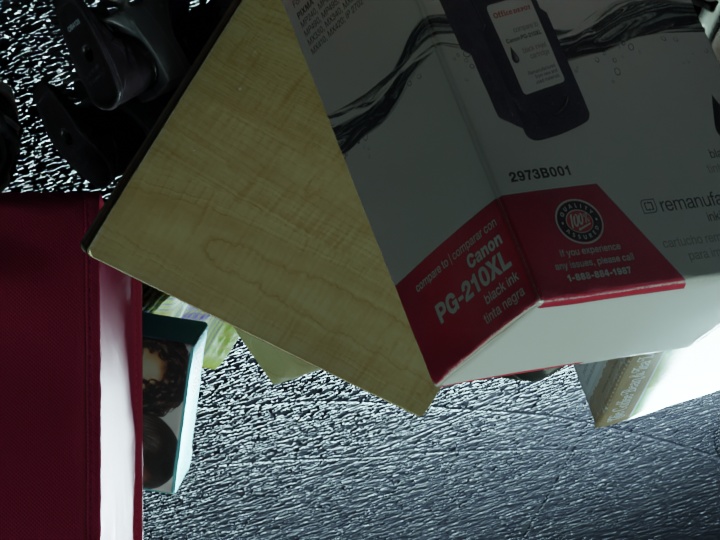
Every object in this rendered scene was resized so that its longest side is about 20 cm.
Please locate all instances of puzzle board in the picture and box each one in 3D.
[{"bbox_3d":[-0.008,-0.034,1.327,0.200,0.017,0.151,27,100,-34],"label":"puzzle board"}]

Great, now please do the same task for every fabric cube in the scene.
[{"bbox_3d":[-0.208,0.072,1.387,0.199,0.197,0.200,0,172,2],"label":"fabric cube"}]

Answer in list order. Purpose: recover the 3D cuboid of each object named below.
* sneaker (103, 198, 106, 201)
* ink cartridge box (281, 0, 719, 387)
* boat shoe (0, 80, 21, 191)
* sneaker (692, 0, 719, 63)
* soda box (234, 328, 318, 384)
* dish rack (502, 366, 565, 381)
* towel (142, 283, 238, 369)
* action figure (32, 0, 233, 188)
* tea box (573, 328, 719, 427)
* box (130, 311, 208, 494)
[{"bbox_3d":[-0.213,0.018,1.567,0.200,0.074,0.088,-33,145,23],"label":"sneaker"},{"bbox_3d":[0.070,-0.066,1.218,0.145,0.200,0.084,-7,158,-37],"label":"ink cartridge box"},{"bbox_3d":[-0.190,-0.057,1.355,0.073,0.063,0.200,-19,164,-3],"label":"boat shoe"},{"bbox_3d":[0.154,-0.128,1.395,0.200,0.077,0.082,-61,156,-9],"label":"sneaker"},{"bbox_3d":[0.000,0.000,1.490,0.064,0.068,0.200,-39,-172,-28],"label":"soda box"},{"bbox_3d":[0.134,-0.011,1.482,0.200,0.055,0.153,-32,-173,-10],"label":"dish rack"},{"bbox_3d":[-0.074,0.004,1.624,0.144,0.023,0.200,-47,167,10],"label":"towel"},{"bbox_3d":[-0.050,-0.111,1.341,0.200,0.069,0.130,-25,164,-38],"label":"action figure"},{"bbox_3d":[0.222,-0.015,1.833,0.197,0.134,0.200,-17,163,-7],"label":"tea box"},{"bbox_3d":[-0.183,0.054,1.524,0.200,0.082,0.049,9,-167,4],"label":"box"}]
